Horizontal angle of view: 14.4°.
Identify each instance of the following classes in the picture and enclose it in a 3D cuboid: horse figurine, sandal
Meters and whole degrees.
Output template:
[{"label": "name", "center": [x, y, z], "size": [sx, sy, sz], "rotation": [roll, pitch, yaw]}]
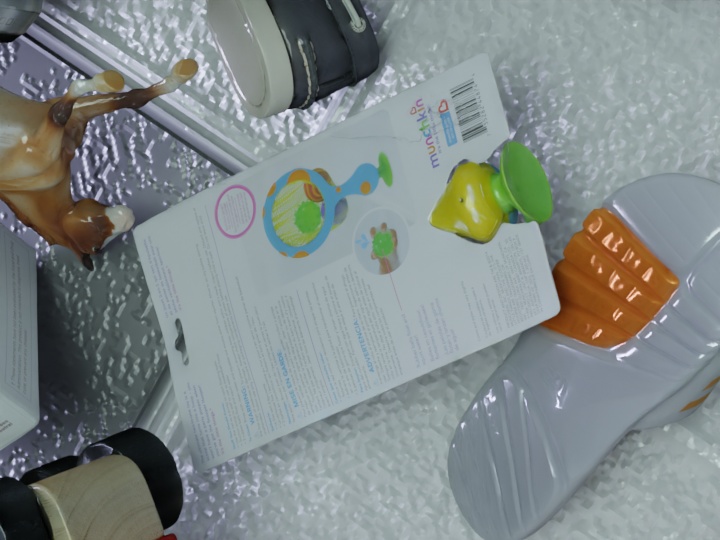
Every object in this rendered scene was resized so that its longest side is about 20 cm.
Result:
[{"label": "horse figurine", "center": [-0.166, -0.068, 1.206], "size": [0.132, 0.200, 0.050], "rotation": [-35, 48, 47]}, {"label": "sandal", "center": [0.107, 0.034, 1.169], "size": [0.079, 0.059, 0.207], "rotation": [57, 132, 22]}]

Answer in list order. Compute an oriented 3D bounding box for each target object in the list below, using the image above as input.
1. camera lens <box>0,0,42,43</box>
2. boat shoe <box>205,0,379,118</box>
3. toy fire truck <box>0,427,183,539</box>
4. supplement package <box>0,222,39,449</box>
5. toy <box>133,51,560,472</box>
[{"label": "camera lens", "center": [-0.209, -0.200, 1.249], "size": [0.160, 0.160, 0.201], "rotation": [10, 94, 24]}, {"label": "boat shoe", "center": [-0.047, -0.164, 1.244], "size": [0.063, 0.073, 0.200], "rotation": [-14, 75, -19]}, {"label": "toy fire truck", "center": [-0.118, 0.184, 1.239], "size": [0.176, 0.129, 0.200], "rotation": [-25, 85, 48]}, {"label": "supplement package", "center": [-0.247, 0.003, 1.232], "size": [0.117, 0.200, 0.117], "rotation": [-32, 38, 21]}, {"label": "toy", "center": [0.000, 0.000, 1.213], "size": [0.200, 0.047, 0.115], "rotation": [-26, 71, 35]}]
